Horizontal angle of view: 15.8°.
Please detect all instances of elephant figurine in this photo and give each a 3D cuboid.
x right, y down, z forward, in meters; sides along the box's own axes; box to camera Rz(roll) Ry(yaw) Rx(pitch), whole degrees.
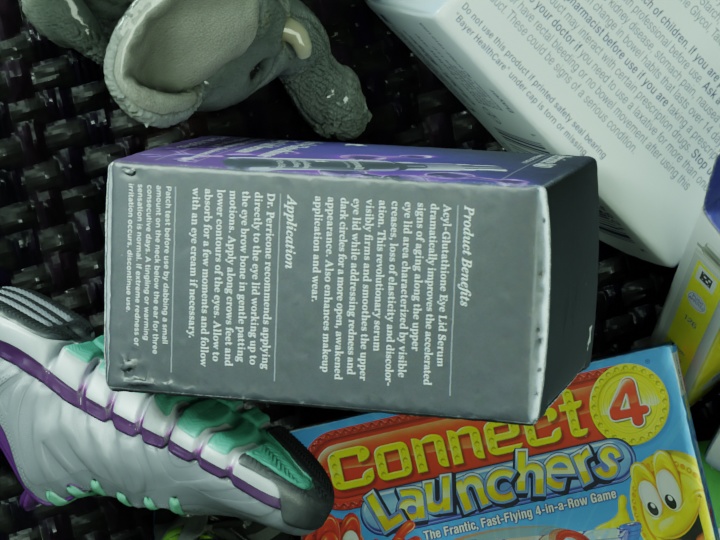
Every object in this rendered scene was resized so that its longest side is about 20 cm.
[{"bbox_3d":[-0.085,-0.127,1.176,0.154,0.142,0.201,1,118,10],"label":"elephant figurine"}]

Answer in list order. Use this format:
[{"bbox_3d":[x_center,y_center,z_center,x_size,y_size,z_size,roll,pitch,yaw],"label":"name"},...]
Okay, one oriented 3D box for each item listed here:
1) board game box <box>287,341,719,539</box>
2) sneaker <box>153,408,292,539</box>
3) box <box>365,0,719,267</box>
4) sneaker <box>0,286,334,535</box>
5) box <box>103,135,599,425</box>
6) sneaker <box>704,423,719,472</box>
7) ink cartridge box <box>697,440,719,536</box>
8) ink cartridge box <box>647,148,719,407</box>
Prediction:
[{"bbox_3d":[0.078,0.151,1.255,0.199,0.056,0.197,-14,88,8],"label":"board game box"},{"bbox_3d":[-0.067,0.145,1.214,0.070,0.083,0.200,10,53,-5],"label":"sneaker"},{"bbox_3d":[0.137,-0.141,1.263,0.200,0.105,0.184,-48,114,-5],"label":"box"},{"bbox_3d":[-0.108,0.087,1.202,0.199,0.074,0.088,29,103,17],"label":"sneaker"},{"bbox_3d":[0.000,0.000,1.169,0.199,0.148,0.105,3,98,12],"label":"box"},{"bbox_3d":[0.256,0.054,1.311,0.084,0.073,0.200,34,55,15],"label":"sneaker"},{"bbox_3d":[0.225,0.188,1.337,0.145,0.084,0.201,-2,79,-21],"label":"ink cartridge box"},{"bbox_3d":[0.232,-0.045,1.263,0.197,0.200,0.047,-37,73,-22],"label":"ink cartridge box"}]
